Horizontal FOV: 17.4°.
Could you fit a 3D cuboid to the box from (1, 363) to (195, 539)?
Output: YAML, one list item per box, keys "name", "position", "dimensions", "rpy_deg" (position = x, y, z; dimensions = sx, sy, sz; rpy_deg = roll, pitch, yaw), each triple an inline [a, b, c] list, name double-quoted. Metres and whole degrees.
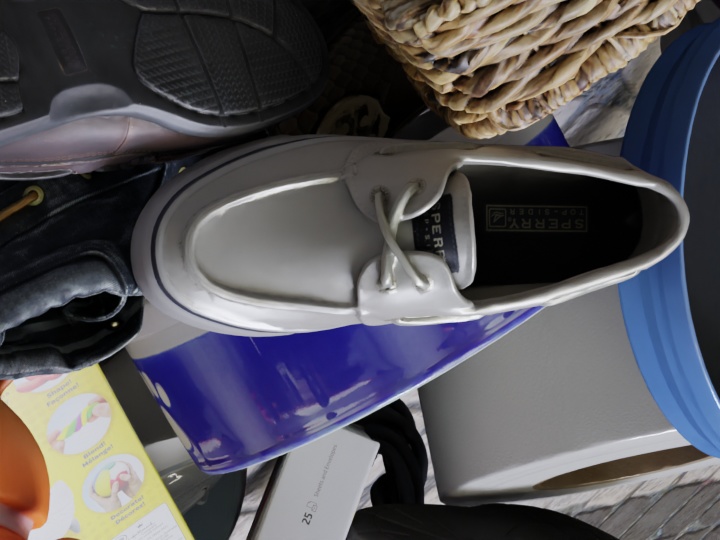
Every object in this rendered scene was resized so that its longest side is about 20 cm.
- name: "box"
  position: [-0.150, 0.082, 0.966]
  dimensions: [0.117, 0.048, 0.201]
  rpy_deg: [-33, 136, -12]

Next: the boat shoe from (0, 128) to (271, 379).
- name: "boat shoe"
  position: [-0.089, -0.018, 0.878]
  dimensions: [0.199, 0.091, 0.071]
  rpy_deg: [-20, 152, -42]

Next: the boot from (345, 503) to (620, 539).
- name: "boot"
  position: [0.055, 0.194, 1.140]
  dimensions: [0.199, 0.073, 0.152]
  rpy_deg: [8, 106, -42]

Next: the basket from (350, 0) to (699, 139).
- name: "basket"
  position: [0.093, -0.133, 0.827]
  dimensions: [0.200, 0.143, 0.149]
  rpy_deg: [-42, 141, 1]

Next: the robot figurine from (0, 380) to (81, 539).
- name: "robot figurine"
  position: [-0.173, 0.119, 0.833]
  dimensions: [0.116, 0.202, 0.143]
  rpy_deg: [21, 162, -29]

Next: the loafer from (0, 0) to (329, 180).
- name: "loafer"
  position: [-0.101, -0.066, 0.816]
  dimensions: [0.199, 0.072, 0.063]
  rpy_deg: [-10, 165, -42]

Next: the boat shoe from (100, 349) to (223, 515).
- name: "boat shoe"
  position: [-0.099, 0.089, 1.081]
  dimensions: [0.199, 0.072, 0.069]
  rpy_deg: [-36, 141, -11]

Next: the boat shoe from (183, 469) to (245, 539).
- name: "boat shoe"
  position: [-0.104, 0.135, 1.193]
  dimensions: [0.091, 0.070, 0.201]
  rpy_deg: [-67, 179, -65]

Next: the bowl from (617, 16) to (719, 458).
- name: "bowl"
  position: [0.172, -0.014, 1.012]
  dimensions: [0.039, 0.202, 0.200]
  rpy_deg: [-2, -174, 38]

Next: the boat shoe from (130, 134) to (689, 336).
- name: "boat shoe"
  position: [0.021, -0.012, 0.831]
  dimensions: [0.198, 0.073, 0.066]
  rpy_deg: [1, 180, -20]

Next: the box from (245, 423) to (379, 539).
- name: "box"
  position: [-0.039, 0.144, 1.120]
  dimensions: [0.200, 0.041, 0.157]
  rpy_deg: [166, -55, -87]

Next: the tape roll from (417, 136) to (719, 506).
- name: "tape roll"
  position: [0.122, 0.028, 1.151]
  dimensions: [0.201, 0.140, 0.203]
  rpy_deg: [-11, 169, -2]

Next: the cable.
- name: "cable"
  position: [-0.006, 0.155, 1.243]
  dimensions: [0.051, 0.200, 0.164]
  rpy_deg: [23, 106, -20]

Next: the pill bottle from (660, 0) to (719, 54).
- name: "pill bottle"
  position: [0.212, -0.159, 1.070]
  dimensions: [0.112, 0.112, 0.200]
  rpy_deg: [-23, 154, -36]

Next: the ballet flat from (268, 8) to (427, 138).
- name: "ballet flat"
  position: [0.040, -0.093, 0.966]
  dimensions: [0.200, 0.046, 0.068]
  rpy_deg: [-36, 157, -36]

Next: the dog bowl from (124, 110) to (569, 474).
- name: "dog bowl"
  position: [0.000, 0.000, 0.965]
  dimensions: [0.199, 0.079, 0.200]
  rpy_deg: [-29, -174, 4]
